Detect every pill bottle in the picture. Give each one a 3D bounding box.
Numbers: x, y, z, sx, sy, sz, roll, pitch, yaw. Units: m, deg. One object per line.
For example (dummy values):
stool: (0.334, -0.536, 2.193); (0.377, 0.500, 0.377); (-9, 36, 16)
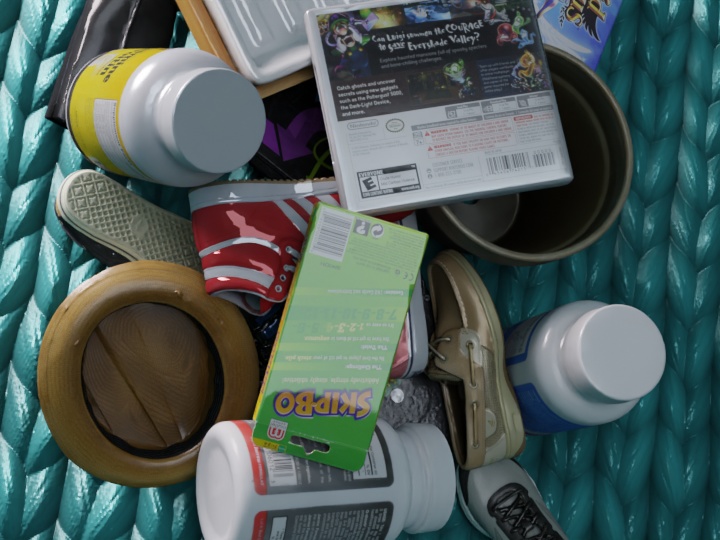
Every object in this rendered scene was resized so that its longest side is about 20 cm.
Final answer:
pill bottle: (-0.028, 0.181, 1.078); (0.200, 0.116, 0.116); (1, 79, -26)
pill bottle: (-0.159, -0.127, 1.053); (0.112, 0.200, 0.112); (-6, 101, -32)
pill bottle: (0.192, 0.088, 1.159); (0.112, 0.200, 0.112); (3, 79, -16)

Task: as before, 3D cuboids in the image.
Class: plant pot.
plant pot: (0.126, -0.089, 1.187); (0.200, 0.174, 0.200); (3, 77, -14)

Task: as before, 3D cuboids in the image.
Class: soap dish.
soap dish: (-0.067, -0.243, 1.130); (0.200, 0.081, 0.157); (-28, 93, -30)

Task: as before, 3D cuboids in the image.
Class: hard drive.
hard drive: (0.018, 0.090, 1.194); (0.140, 0.038, 0.200); (-22, 87, -19)

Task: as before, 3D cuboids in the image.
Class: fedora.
fedora: (-0.185, 0.085, 1.098); (0.200, 0.082, 0.201); (-4, 102, -19)

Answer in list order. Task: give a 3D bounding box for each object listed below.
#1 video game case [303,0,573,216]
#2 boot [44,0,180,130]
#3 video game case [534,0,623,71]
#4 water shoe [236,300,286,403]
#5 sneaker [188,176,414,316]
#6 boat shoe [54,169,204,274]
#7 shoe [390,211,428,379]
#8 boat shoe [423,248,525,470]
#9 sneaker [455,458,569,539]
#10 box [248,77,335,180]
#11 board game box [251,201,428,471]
video game case: (0.066, -0.146, 1.082); (0.200, 0.023, 0.182); (-10, 81, -10)
boot: (-0.183, -0.201, 1.177); (0.165, 0.066, 0.200); (18, 76, -18)
video game case: (0.167, -0.267, 1.305); (0.181, 0.045, 0.200); (27, 73, -11)
water shoe: (-0.097, 0.040, 1.135); (0.079, 0.071, 0.200); (-2, 84, -49)
sneaker: (-0.042, -0.019, 1.081); (0.200, 0.071, 0.113); (-3, 78, -16)
boat shoe: (-0.189, -0.019, 1.144); (0.200, 0.062, 0.075); (36, 66, -23)
shoe: (0.000, 0.000, 1.144); (0.091, 0.071, 0.200); (-3, 80, -27)
boat shoe: (0.092, 0.080, 1.161); (0.064, 0.071, 0.200); (-15, 85, -20)
sneaker: (0.160, 0.246, 1.184); (0.074, 0.079, 0.200); (-31, 88, -18)
box: (-0.050, -0.177, 1.198); (0.143, 0.036, 0.200); (37, 63, -24)
board game box: (-0.018, 0.054, 1.026); (0.095, 0.030, 0.200); (17, 84, -10)
